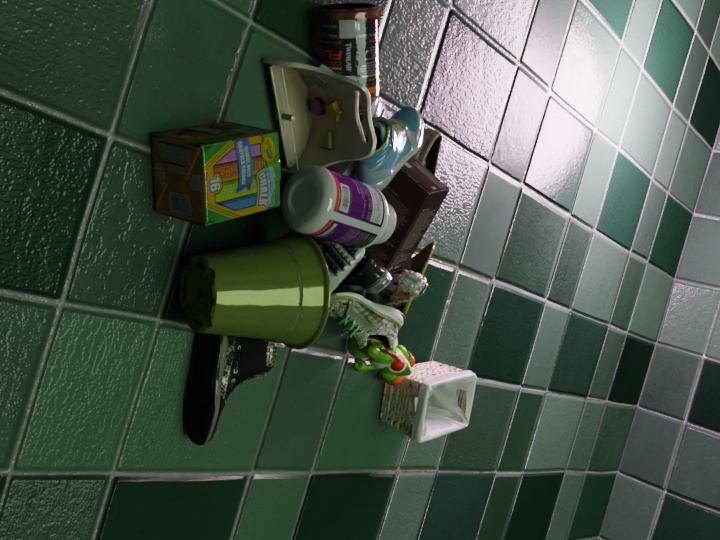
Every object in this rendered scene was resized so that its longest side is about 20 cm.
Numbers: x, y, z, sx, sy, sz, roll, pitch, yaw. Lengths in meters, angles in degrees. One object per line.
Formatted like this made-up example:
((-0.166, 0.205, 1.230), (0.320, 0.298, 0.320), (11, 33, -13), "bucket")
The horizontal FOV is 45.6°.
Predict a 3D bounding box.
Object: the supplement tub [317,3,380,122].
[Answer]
((-0.018, -0.357, 1.490), (0.107, 0.107, 0.201), (-25, 121, -44), "supplement tub")

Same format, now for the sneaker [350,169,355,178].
((0.025, -0.166, 1.635), (0.200, 0.078, 0.085), (-27, 123, -44), "sneaker")

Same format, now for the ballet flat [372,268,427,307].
((0.064, 0.039, 1.708), (0.064, 0.200, 0.076), (33, 60, -13), "ballet flat")

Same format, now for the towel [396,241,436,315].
((0.102, 0.029, 1.769), (0.018, 0.086, 0.200), (32, 53, -8), "towel")

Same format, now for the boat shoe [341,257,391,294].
((0.000, 0.000, 1.594), (0.069, 0.200, 0.057), (-46, 106, -11), "boat shoe")

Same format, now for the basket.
((0.150, 0.287, 1.917), (0.200, 0.123, 0.136), (-3, 106, -50), "basket")

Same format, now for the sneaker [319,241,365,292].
((-0.069, 0.012, 1.550), (0.200, 0.075, 0.081), (-40, 152, 10), "sneaker")

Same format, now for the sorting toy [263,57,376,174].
((-0.052, -0.259, 1.422), (0.107, 0.180, 0.200), (-34, 128, -39), "sorting toy")

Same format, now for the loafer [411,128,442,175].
((0.127, -0.193, 1.764), (0.072, 0.063, 0.201), (-12, 112, -49), "loafer")

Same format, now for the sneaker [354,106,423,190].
((0.053, -0.246, 1.523), (0.200, 0.079, 0.131), (-60, 159, -27), "sneaker")

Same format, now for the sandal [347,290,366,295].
((0.035, -0.009, 1.709), (0.048, 0.075, 0.200), (56, 42, -5), "sandal")

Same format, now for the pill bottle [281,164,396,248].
((-0.030, -0.100, 1.434), (0.200, 0.112, 0.113), (15, 91, -50), "pill bottle")

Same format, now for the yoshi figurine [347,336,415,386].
((0.035, 0.169, 1.774), (0.200, 0.112, 0.113), (48, 27, -61), "yoshi figurine")

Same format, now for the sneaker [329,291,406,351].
((-0.004, 0.101, 1.635), (0.200, 0.077, 0.089), (17, 59, -22), "sneaker")

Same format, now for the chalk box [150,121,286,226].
((-0.203, -0.157, 1.319), (0.200, 0.125, 0.124), (-22, 120, -47), "chalk box")

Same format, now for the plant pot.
((-0.183, 0.035, 1.386), (0.190, 0.200, 0.201), (-2, 104, -37), "plant pot")

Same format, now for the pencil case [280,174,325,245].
((-0.066, -0.098, 1.545), (0.200, 0.086, 0.083), (50, 21, -47), "pencil case")

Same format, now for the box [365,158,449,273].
((0.074, -0.102, 1.627), (0.075, 0.100, 0.200), (-17, 144, -47), "box")

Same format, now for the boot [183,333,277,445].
((-0.217, 0.193, 1.469), (0.154, 0.073, 0.204), (-1, 105, -54), "boot")

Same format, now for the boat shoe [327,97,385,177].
((-0.005, -0.236, 1.585), (0.070, 0.071, 0.200), (38, 66, -47), "boat shoe")
